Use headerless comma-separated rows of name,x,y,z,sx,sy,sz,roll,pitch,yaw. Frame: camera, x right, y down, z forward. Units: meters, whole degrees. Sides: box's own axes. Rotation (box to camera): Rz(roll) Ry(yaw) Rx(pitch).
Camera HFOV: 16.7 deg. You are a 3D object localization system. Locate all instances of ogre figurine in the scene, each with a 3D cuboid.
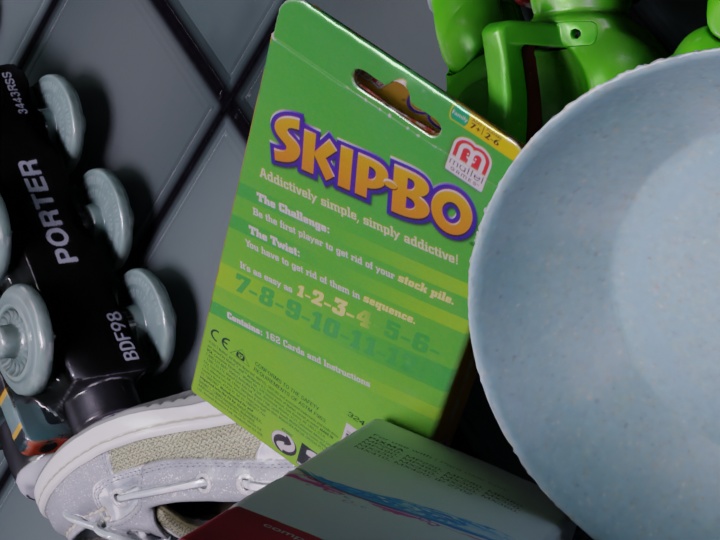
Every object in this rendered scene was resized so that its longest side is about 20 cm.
ogre figurine,0.079,-0.083,0.798,0.199,0.098,0.121,4,82,34

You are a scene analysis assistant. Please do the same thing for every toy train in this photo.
toy train,-0.148,0.001,1.060,0.201,0.085,0.114,64,143,24

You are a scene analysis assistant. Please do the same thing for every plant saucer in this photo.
plant saucer,0.132,0.016,0.728,0.200,0.039,0.202,11,125,16

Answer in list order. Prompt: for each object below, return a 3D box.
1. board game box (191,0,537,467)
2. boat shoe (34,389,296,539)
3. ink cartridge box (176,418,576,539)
board game box,0.000,0.000,0.810,0.095,0.030,0.200,35,143,15
boat shoe,-0.051,0.080,0.955,0.201,0.074,0.065,-21,75,36
ink cartridge box,-0.009,0.139,0.738,0.082,0.200,0.146,21,102,13
